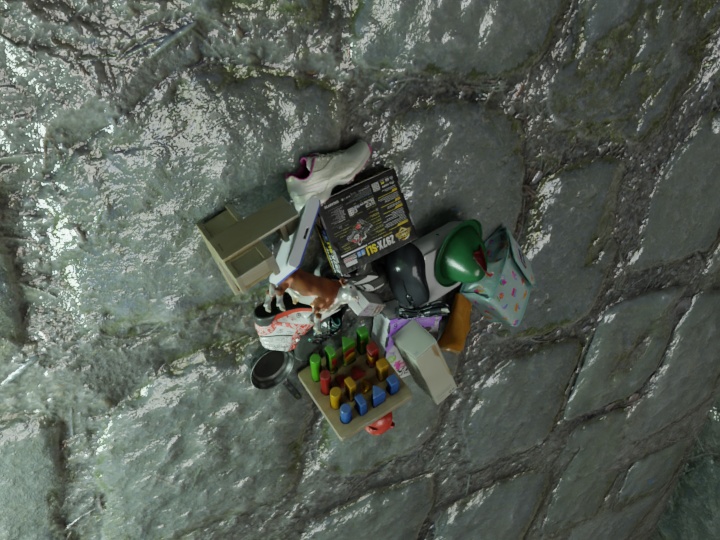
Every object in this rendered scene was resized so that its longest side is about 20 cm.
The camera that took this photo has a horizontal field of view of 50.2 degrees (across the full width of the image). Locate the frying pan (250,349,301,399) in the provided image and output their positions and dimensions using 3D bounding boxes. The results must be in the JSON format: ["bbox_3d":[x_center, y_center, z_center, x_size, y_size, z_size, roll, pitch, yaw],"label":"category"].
[{"bbox_3d":[-0.177,0.229,1.761,0.189,0.031,0.116,24,104,-48],"label":"frying pan"}]

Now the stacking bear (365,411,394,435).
[{"bbox_3d":[0.006,0.309,1.835,0.120,0.200,0.115,5,118,-39],"label":"stacking bear"}]

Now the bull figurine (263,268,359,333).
[{"bbox_3d":[-0.103,0.051,1.591,0.065,0.197,0.123,105,6,-64],"label":"bull figurine"}]

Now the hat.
[{"bbox_3d":[0.277,-0.002,1.719,0.198,0.175,0.168,-30,134,-36],"label":"hat"}]

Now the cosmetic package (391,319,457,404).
[{"bbox_3d":[0.156,0.222,1.854,0.071,0.105,0.201,-38,137,-11],"label":"cosmetic package"}]

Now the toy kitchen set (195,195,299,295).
[{"bbox_3d":[-0.178,-0.023,1.457,0.162,0.200,0.182,-32,135,-12],"label":"toy kitchen set"}]

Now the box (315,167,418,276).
[{"bbox_3d":[0.008,-0.103,1.600,0.198,0.049,0.162,-27,106,-20],"label":"box"}]

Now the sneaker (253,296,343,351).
[{"bbox_3d":[-0.129,0.111,1.668,0.197,0.068,0.109,-12,130,-8],"label":"sneaker"}]

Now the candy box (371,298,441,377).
[{"bbox_3d":[0.110,0.165,1.904,0.165,0.072,0.203,-15,128,-29],"label":"candy box"}]

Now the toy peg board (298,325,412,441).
[{"bbox_3d":[-0.015,0.242,1.754,0.198,0.200,0.099,-28,147,-18],"label":"toy peg board"}]

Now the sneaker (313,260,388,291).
[{"bbox_3d":[0.000,0.000,1.686,0.197,0.068,0.090,0,152,-36],"label":"sneaker"}]

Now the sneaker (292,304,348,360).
[{"bbox_3d":[-0.091,0.125,1.716,0.075,0.079,0.202,4,119,-46],"label":"sneaker"}]

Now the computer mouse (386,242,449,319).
[{"bbox_3d":[0.112,0.032,1.710,0.053,0.136,0.203,-57,135,-52],"label":"computer mouse"}]

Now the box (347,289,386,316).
[{"bbox_3d":[0.016,0.075,1.721,0.039,0.041,0.200,-45,169,6],"label":"box"}]

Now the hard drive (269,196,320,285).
[{"bbox_3d":[-0.127,-0.052,1.464,0.025,0.200,0.134,20,76,-12],"label":"hard drive"}]

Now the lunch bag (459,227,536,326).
[{"bbox_3d":[0.363,0.015,1.953,0.170,0.121,0.203,42,68,-43],"label":"lunch bag"}]

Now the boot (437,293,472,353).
[{"bbox_3d":[0.234,0.130,1.924,0.201,0.069,0.147,6,91,-70],"label":"boot"}]

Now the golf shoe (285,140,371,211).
[{"bbox_3d":[-0.063,-0.202,1.511,0.200,0.075,0.092,-42,119,-16],"label":"golf shoe"}]

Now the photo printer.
[{"bbox_3d":[0.184,-0.017,1.809,0.198,0.069,0.169,-27,135,-38],"label":"photo printer"}]
